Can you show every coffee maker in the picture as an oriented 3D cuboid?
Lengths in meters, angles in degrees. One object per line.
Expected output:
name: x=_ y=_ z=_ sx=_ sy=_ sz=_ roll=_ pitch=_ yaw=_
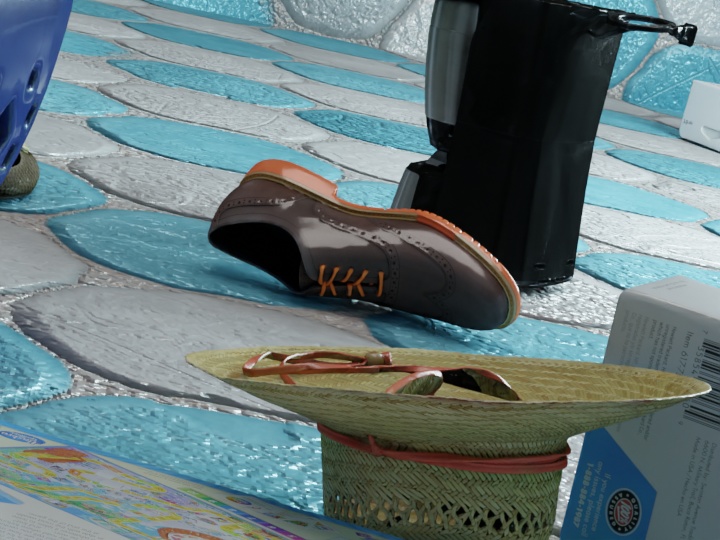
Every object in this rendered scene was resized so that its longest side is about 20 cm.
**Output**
coffee maker: x=0.113 y=-0.091 z=1.312 sx=0.134 sy=0.201 sz=0.192 roll=2 pitch=13 yaw=-34

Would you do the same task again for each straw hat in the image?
straw hat: x=0.029 y=0.078 z=0.706 sx=0.199 sy=0.086 sz=0.201 roll=3 pitch=2 yaw=0

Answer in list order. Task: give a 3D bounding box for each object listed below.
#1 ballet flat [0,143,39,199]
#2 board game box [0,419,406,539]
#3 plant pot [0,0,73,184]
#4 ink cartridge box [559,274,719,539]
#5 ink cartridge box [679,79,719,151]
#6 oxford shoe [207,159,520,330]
ballet flat: x=-0.254 y=-0.072 z=1.211 sx=0.067 sy=0.047 sz=0.200 roll=15 pitch=12 yaw=9
board game box: x=-0.059 y=0.105 z=0.609 sx=0.199 sy=0.034 sz=0.134 roll=15 pitch=12 yaw=11
plant pot: x=-0.261 y=-0.064 z=0.834 sx=0.199 sy=0.181 sz=0.200 roll=14 pitch=11 yaw=8
ink cartridge box: x=0.192 y=0.087 z=0.757 sx=0.199 sy=0.117 sz=0.068 roll=20 pitch=15 yaw=30
ink cartridge box: x=0.563 y=-0.198 z=2.595 sx=0.199 sy=0.085 sz=0.144 roll=4 pitch=15 yaw=-32
oxford shoe: x=0.000 y=0.000 z=1.145 sx=0.199 sy=0.072 sz=0.073 roll=20 pitch=42 yaw=21
